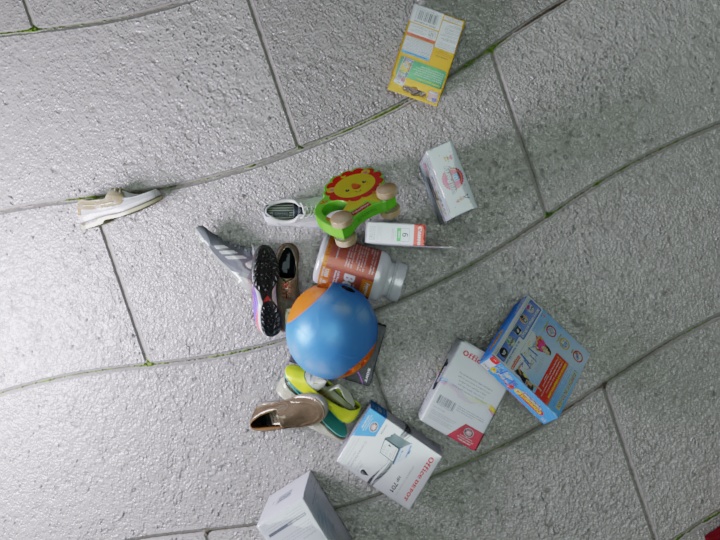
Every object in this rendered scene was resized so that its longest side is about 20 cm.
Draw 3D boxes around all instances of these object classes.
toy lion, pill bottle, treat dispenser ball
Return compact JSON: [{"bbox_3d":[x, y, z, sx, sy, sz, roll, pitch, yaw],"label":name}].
[{"bbox_3d":[-0.019,-0.154,1.584,0.198,0.191,0.070,-33,132,-22],"label":"toy lion"},{"bbox_3d":[0.000,0.000,1.621,0.196,0.112,0.115,17,91,1],"label":"pill bottle"},{"bbox_3d":[-0.060,0.128,1.544,0.196,0.201,0.206,0,91,0],"label":"treat dispenser ball"}]

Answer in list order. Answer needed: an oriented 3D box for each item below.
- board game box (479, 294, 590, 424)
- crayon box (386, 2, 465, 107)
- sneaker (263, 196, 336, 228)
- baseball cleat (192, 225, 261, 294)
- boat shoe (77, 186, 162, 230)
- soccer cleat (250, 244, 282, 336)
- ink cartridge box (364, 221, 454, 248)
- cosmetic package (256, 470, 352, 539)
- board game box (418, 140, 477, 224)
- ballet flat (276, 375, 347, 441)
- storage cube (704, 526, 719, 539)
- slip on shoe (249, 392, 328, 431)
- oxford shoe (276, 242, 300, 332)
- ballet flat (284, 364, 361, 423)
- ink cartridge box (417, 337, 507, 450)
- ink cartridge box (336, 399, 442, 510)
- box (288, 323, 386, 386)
[{"bbox_3d":[0.385,0.193,1.597,0.196,0.056,0.200,43,54,-1],"label":"board game box"},{"bbox_3d":[0.146,-0.481,1.645,0.123,0.052,0.204,19,90,0],"label":"crayon box"},{"bbox_3d":[-0.123,-0.129,1.640,0.195,0.071,0.075,-7,91,0],"label":"sneaker"},{"bbox_3d":[-0.283,-0.043,1.652,0.106,0.070,0.201,-42,100,-6],"label":"baseball cleat"},{"bbox_3d":[-0.547,-0.154,1.641,0.196,0.075,0.070,-19,96,1],"label":"boat shoe"},{"bbox_3d":[-0.217,0.043,1.617,0.067,0.073,0.205,-11,102,-29],"label":"soccer cleat"},{"bbox_3d":[0.108,-0.079,1.621,0.195,0.109,0.052,3,91,0],"label":"ink cartridge box"},{"bbox_3d":[-0.112,0.577,1.584,0.122,0.199,0.202,-31,91,1],"label":"cosmetic package"},{"bbox_3d":[0.184,-0.185,1.574,0.063,0.200,0.150,-21,91,0],"label":"board game box"},{"bbox_3d":[-0.113,0.320,1.660,0.200,0.067,0.062,46,119,3],"label":"ballet flat"},{"bbox_3d":[0.904,0.640,1.590,0.170,0.180,0.202,-35,91,1],"label":"storage cube"},{"bbox_3d":[-0.161,0.319,1.608,0.196,0.061,0.078,-9,106,29],"label":"slip on shoe"},{"bbox_3d":[-0.171,0.040,1.640,0.069,0.075,0.205,-2,92,-2],"label":"oxford shoe"},{"bbox_3d":[-0.078,0.266,1.634,0.199,0.067,0.067,40,126,-12],"label":"ballet flat"},{"bbox_3d":[0.239,0.275,1.637,0.144,0.083,0.203,29,91,0],"label":"ink cartridge box"},{"bbox_3d":[0.065,0.414,1.640,0.198,0.086,0.148,33,91,1],"label":"ink cartridge box"},{"bbox_3d":[-0.051,0.167,1.662,0.196,0.036,0.146,16,91,-1],"label":"box"}]
